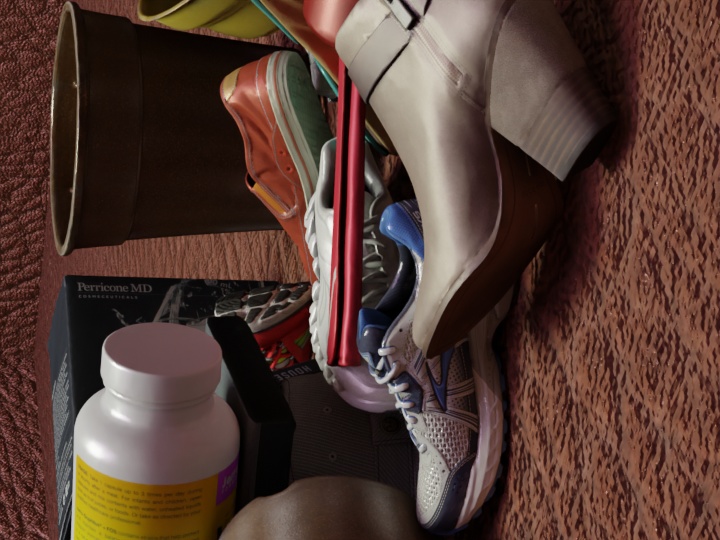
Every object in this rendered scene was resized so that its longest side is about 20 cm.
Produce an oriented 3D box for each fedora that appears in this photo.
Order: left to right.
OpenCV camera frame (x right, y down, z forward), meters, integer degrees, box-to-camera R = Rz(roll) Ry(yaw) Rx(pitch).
[{"bbox_3d":[-0.019,0.148,1.027,0.177,0.089,0.203,123,144,-60],"label":"fedora"}]

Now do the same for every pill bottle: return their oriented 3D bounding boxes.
[{"bbox_3d":[-0.128,0.140,0.947,0.104,0.103,0.203,-124,37,-62],"label":"pill bottle"}]

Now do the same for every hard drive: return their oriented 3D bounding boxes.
[{"bbox_3d":[-0.083,0.151,1.027,0.140,0.032,0.203,-124,37,-58],"label":"hard drive"}]

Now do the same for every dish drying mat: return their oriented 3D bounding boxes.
[{"bbox_3d":[-0.009,-0.044,0.916,0.077,0.018,0.203,140,132,-84],"label":"dish drying mat"}]

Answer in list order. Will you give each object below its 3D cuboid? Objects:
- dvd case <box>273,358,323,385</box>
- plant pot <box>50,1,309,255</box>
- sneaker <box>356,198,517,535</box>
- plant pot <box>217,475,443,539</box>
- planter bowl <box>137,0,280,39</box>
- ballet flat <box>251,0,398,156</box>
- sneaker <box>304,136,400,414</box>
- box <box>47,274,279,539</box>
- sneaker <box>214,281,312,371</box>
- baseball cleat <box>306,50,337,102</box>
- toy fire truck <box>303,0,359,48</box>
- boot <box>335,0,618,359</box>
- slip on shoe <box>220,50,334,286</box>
[{"bbox_3d":[-0.087,0.170,1.166,0.025,0.149,0.202,35,126,39],"label":"dvd case"},{"bbox_3d":[-0.148,-0.111,1.253,0.200,0.195,0.203,-178,90,-73],"label":"plant pot"},{"bbox_3d":[0.035,0.051,0.867,0.077,0.084,0.203,-154,66,-71],"label":"sneaker"},{"bbox_3d":[-0.011,0.237,0.857,0.199,0.197,0.202,-103,21,-56],"label":"plant pot"},{"bbox_3d":[-0.076,-0.243,1.182,0.200,0.083,0.201,-37,27,23],"label":"planter bowl"},{"bbox_3d":[-0.016,-0.157,0.980,0.063,0.200,0.069,-37,30,11],"label":"ballet flat"},{"bbox_3d":[0.000,0.000,0.981,0.082,0.074,0.202,93,166,-53],"label":"sneaker"},{"bbox_3d":[-0.163,0.120,1.317,0.124,0.197,0.199,116,149,-50],"label":"box"},{"bbox_3d":[-0.063,0.054,1.185,0.200,0.076,0.086,-6,-93,-85],"label":"sneaker"},{"bbox_3d":[0.001,-0.185,1.042,0.200,0.069,0.108,106,153,-66],"label":"baseball cleat"},{"bbox_3d":[-0.018,-0.202,0.856,0.177,0.197,0.130,-111,27,-50],"label":"toy fire truck"},{"bbox_3d":[0.041,-0.071,0.780,0.146,0.070,0.201,46,125,17],"label":"boot"},{"bbox_3d":[-0.050,-0.067,1.097,0.075,0.060,0.202,-74,-27,-48],"label":"slip on shoe"}]
